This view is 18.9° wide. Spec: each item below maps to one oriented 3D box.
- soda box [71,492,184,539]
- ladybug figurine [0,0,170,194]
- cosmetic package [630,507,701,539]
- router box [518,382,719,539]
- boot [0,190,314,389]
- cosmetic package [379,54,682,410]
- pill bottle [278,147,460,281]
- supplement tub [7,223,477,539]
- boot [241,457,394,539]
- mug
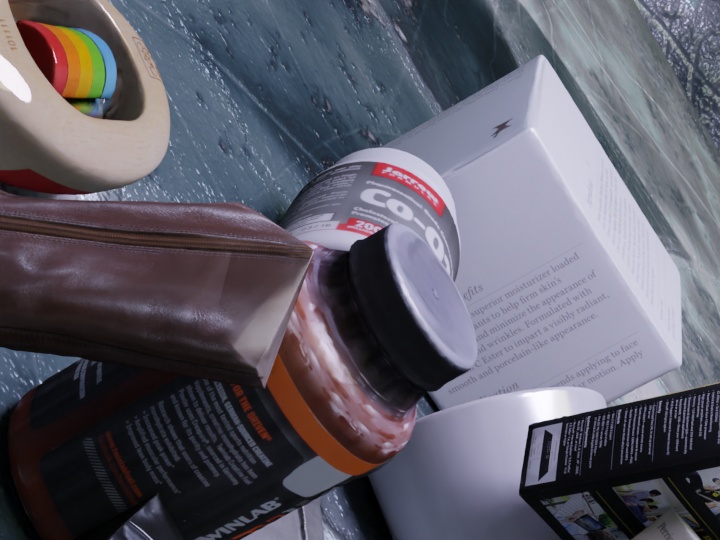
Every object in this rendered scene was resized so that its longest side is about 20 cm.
[{"bbox_3d":[-0.119,0.154,0.824,0.064,0.070,0.200,60,18,-4],"label":"soda box"},{"bbox_3d":[-0.163,-0.093,1.070,0.136,0.072,0.200,64,19,12],"label":"ladybug figurine"},{"bbox_3d":[0.118,0.227,1.108,0.071,0.200,0.105,48,4,-33],"label":"cosmetic package"},{"bbox_3d":[0.200,0.143,1.183,0.200,0.148,0.051,48,41,-37],"label":"router box"},{"bbox_3d":[-0.117,-0.025,0.900,0.064,0.198,0.187,89,1,-47],"label":"boot"},{"bbox_3d":[0.105,-0.008,1.501,0.201,0.164,0.165,57,19,-15],"label":"cosmetic package"},{"bbox_3d":[0.000,0.000,1.295,0.114,0.113,0.200,56,19,-13],"label":"pill bottle"},{"bbox_3d":[-0.049,0.057,0.947,0.107,0.199,0.107,49,22,-29],"label":"supplement tub"},{"bbox_3d":[-0.031,0.124,1.100,0.181,0.073,0.201,28,28,-35],"label":"boot"},{"bbox_3d":[0.100,0.167,1.281,0.186,0.149,0.154,15,56,-56],"label":"mug"}]
